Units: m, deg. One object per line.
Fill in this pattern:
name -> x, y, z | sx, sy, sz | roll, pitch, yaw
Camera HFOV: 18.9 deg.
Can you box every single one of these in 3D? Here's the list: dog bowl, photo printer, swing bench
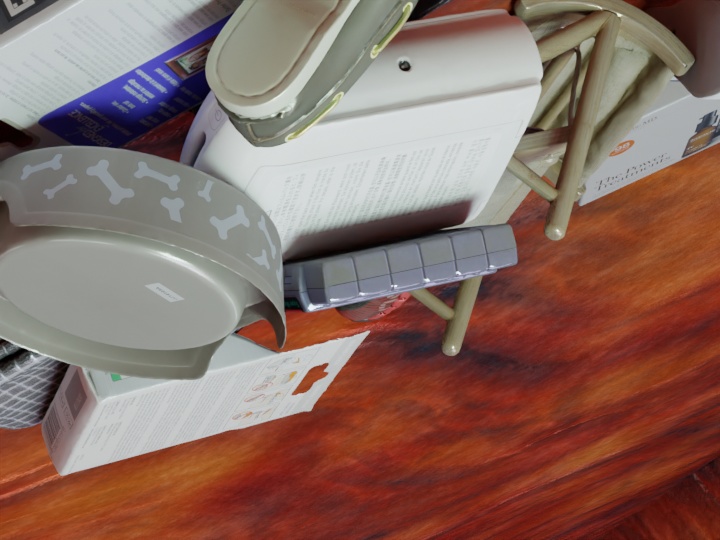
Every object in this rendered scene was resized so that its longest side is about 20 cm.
dog bowl -> -0.135, -0.004, 1.224 | 0.199, 0.059, 0.200 | 7, 155, 3
photo printer -> -0.009, -0.073, 1.262 | 0.200, 0.070, 0.166 | -12, 154, -21
swing bench -> 0.100, -0.081, 1.499 | 0.200, 0.130, 0.199 | -50, 177, -34

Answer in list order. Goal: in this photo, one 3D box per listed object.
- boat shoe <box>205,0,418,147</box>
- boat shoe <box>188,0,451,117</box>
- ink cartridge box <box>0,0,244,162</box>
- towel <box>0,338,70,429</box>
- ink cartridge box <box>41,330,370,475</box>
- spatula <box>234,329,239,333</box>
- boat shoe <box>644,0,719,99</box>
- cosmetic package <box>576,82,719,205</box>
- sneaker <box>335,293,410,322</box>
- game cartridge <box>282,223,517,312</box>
boat shoe -> -0.005, -0.152, 1.156 | 0.202, 0.072, 0.060 | -50, 154, -14
boat shoe -> -0.012, -0.137, 1.295 | 0.200, 0.062, 0.075 | -25, 164, -8
ink cartridge box -> -0.136, -0.123, 1.177 | 0.200, 0.043, 0.198 | -30, 163, 8
towel -> -0.208, 0.037, 1.476 | 0.200, 0.086, 0.166 | -30, 164, 11
ink cartridge box -> -0.111, 0.076, 1.498 | 0.200, 0.050, 0.161 | -16, 163, -23
spatula -> -0.118, 0.043, 1.554 | 0.057, 0.021, 0.200 | -41, -163, -31
boat shoe -> 0.251, -0.157, 1.510 | 0.065, 0.074, 0.200 | 4, -169, -12
cosmetic package -> 0.259, -0.136, 1.739 | 0.200, 0.052, 0.151 | -25, 161, -7
sneaker -> 0.014, -0.020, 1.672 | 0.098, 0.071, 0.200 | -15, 158, -36
game cartridge -> 0.000, 0.000, 1.347 | 0.129, 0.038, 0.200 | -16, -176, -19
